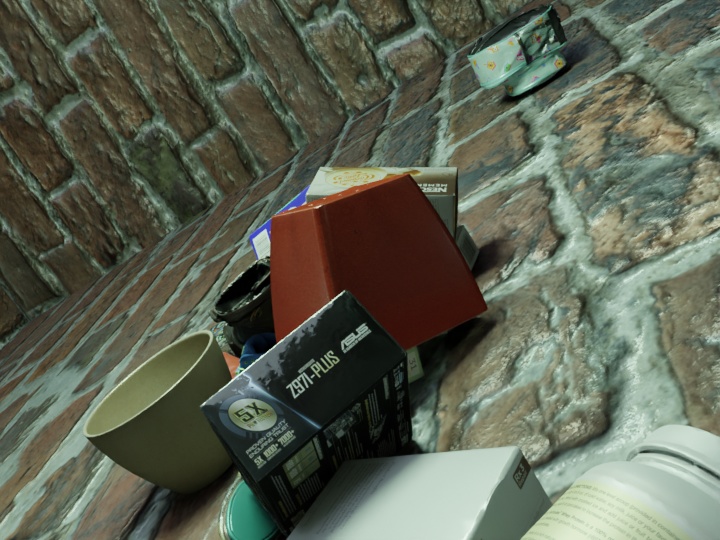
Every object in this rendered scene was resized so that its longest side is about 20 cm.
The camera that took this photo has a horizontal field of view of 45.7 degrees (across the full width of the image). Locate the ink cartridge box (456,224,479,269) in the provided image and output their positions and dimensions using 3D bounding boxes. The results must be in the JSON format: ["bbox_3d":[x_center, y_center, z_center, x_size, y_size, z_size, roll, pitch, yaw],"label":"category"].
[{"bbox_3d":[0.063,0.017,1.196,0.198,0.051,0.109,-25,19,32],"label":"ink cartridge box"}]

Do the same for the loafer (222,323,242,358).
[{"bbox_3d":[-0.171,0.097,1.331,0.073,0.073,0.199,-49,28,-18],"label":"loafer"}]

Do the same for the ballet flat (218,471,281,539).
[{"bbox_3d":[-0.107,0.240,0.899,0.071,0.073,0.201,-27,18,22],"label":"ballet flat"}]

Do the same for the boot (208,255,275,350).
[{"bbox_3d":[-0.108,0.024,1.129,0.200,0.069,0.175,-43,-15,-16],"label":"boot"}]

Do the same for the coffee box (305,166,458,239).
[{"bbox_3d":[0.033,-0.086,1.156,0.195,0.081,0.115,2,26,9],"label":"coffee box"}]

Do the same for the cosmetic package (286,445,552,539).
[{"bbox_3d":[0.043,0.203,0.670,0.198,0.075,0.102,-15,24,45],"label":"cosmetic package"}]

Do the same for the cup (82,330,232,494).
[{"bbox_3d":[-0.232,0.197,1.096,0.198,0.145,0.201,-30,17,10],"label":"cup"}]

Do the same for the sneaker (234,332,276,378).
[{"bbox_3d":[-0.140,0.137,1.152,0.197,0.106,0.076,-25,18,28],"label":"sneaker"}]

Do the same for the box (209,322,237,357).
[{"bbox_3d":[-0.180,0.091,1.482,0.198,0.040,0.137,-32,17,8],"label":"box"}]

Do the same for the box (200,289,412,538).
[{"bbox_3d":[-0.039,0.140,0.780,0.163,0.086,0.201,-38,-27,-16],"label":"box"}]

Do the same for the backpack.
[{"bbox_3d":[0.332,-0.459,1.822,0.196,0.156,0.176,-22,15,6],"label":"backpack"}]

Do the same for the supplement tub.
[{"bbox_3d":[0.126,0.188,0.413,0.199,0.146,0.144,-39,17,-17],"label":"supplement tub"}]

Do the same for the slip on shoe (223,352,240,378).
[{"bbox_3d":[-0.205,0.159,1.303,0.074,0.062,0.199,-39,18,-25],"label":"slip on shoe"}]

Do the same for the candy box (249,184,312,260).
[{"bbox_3d":[-0.054,-0.065,1.409,0.168,0.078,0.198,-34,-21,36],"label":"candy box"}]

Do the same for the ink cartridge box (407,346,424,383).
[{"bbox_3d":[0.032,0.101,1.029,0.197,0.049,0.145,-21,8,-30],"label":"ink cartridge box"}]

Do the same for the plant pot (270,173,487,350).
[{"bbox_3d":[-0.002,-0.004,1.005,0.197,0.180,0.199,-22,9,-28],"label":"plant pot"}]
